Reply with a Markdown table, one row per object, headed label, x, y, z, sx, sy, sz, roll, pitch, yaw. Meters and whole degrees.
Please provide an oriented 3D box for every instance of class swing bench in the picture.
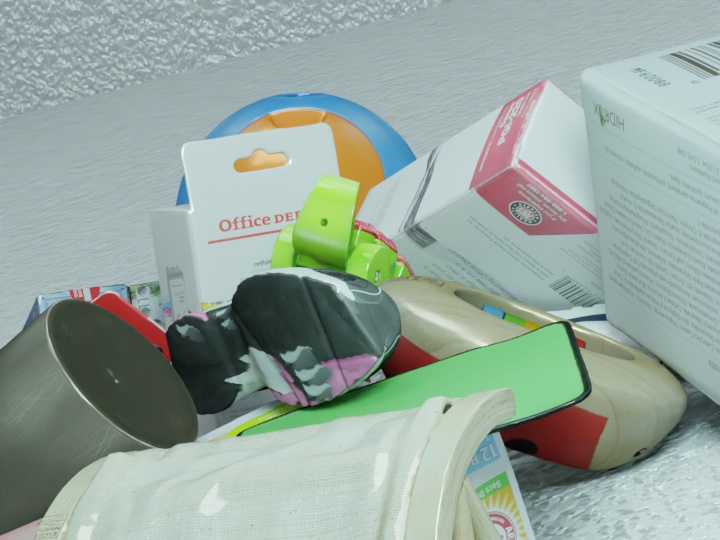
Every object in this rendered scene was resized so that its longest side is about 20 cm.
| label | x | y | z | sx | sy | sz | roll | pitch | yaw |
| --- | --- | --- | --- | --- | --- | --- | --- | --- | --- |
| swing bench | -0.020 | 0.169 | 1.029 | 0.198 | 0.201 | 0.130 | -12 | 14 | 29 |

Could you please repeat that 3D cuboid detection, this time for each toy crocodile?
| label | x | y | z | sx | sy | sz | roll | pitch | yaw |
| --- | --- | --- | --- | --- | --- | --- | --- | --- | --- |
| toy crocodile | 0.000 | 0.000 | 1.541 | 0.067 | 0.062 | 0.200 | 14 | -14 | 23 |

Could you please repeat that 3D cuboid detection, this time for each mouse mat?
| label | x | y | z | sx | sy | sz | roll | pitch | yaw |
| --- | --- | --- | --- | --- | --- | --- | --- | --- | --- |
| mouse mat | 0.023 | 0.077 | 1.327 | 0.199 | 0.008 | 0.161 | -18 | 13 | 4 |

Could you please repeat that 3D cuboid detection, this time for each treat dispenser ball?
| label | x | y | z | sx | sy | sz | roll | pitch | yaw |
| --- | --- | --- | --- | --- | --- | --- | --- | --- | --- |
| treat dispenser ball | -0.043 | -0.036 | 1.930 | 0.200 | 0.202 | 0.201 | -18 | 13 | 4 |

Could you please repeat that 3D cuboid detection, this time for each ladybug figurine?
| label | x | y | z | sx | sy | sz | roll | pitch | yaw |
| --- | --- | --- | --- | --- | --- | --- | --- | --- | --- |
| ladybug figurine | 0.090 | 0.062 | 1.469 | 0.199 | 0.072 | 0.136 | 21 | 9 | 6 |

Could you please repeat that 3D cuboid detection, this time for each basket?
| label | x | y | z | sx | sy | sz | roll | pitch | yaw |
| --- | --- | --- | --- | --- | --- | --- | --- | --- | --- |
| basket | -0.197 | 0.123 | 1.433 | 0.200 | 0.136 | 0.180 | -44 | -23 | 20 |

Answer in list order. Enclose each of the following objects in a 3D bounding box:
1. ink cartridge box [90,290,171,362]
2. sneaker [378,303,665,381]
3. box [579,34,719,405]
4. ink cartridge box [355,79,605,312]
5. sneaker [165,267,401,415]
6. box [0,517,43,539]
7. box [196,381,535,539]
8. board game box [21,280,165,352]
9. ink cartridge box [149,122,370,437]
| label | x | y | z | sx | sy | sz | roll | pitch | yaw |
| --- | --- | --- | --- | --- | --- | --- | --- | --- | --- |
| ink cartridge box | -0.188 | 0.111 | 1.554 | 0.200 | 0.116 | 0.067 | -35 | 35 | 24 |
| sneaker | 0.093 | 0.071 | 1.586 | 0.199 | 0.077 | 0.081 | -15 | 23 | 25 |
| box | 0.261 | -0.037 | 1.446 | 0.198 | 0.172 | 0.200 | -15 | 24 | -16 |
| ink cartridge box | 0.101 | -0.019 | 1.635 | 0.200 | 0.145 | 0.085 | -32 | 28 | 48 |
| sneaker | -0.033 | 0.029 | 1.446 | 0.086 | 0.081 | 0.200 | -24 | 9 | -34 |
| box | -0.115 | 0.190 | 1.285 | 0.127 | 0.109 | 0.200 | -21 | 12 | -10 |
| box | -0.002 | 0.133 | 1.381 | 0.112 | 0.102 | 0.200 | -25 | 14 | -23 |
| board game box | -0.153 | 0.045 | 1.743 | 0.199 | 0.062 | 0.200 | -11 | -5 | 2 |
| ink cartridge box | -0.066 | 0.010 | 1.634 | 0.116 | 0.201 | 0.067 | -9 | 5 | -28 |
